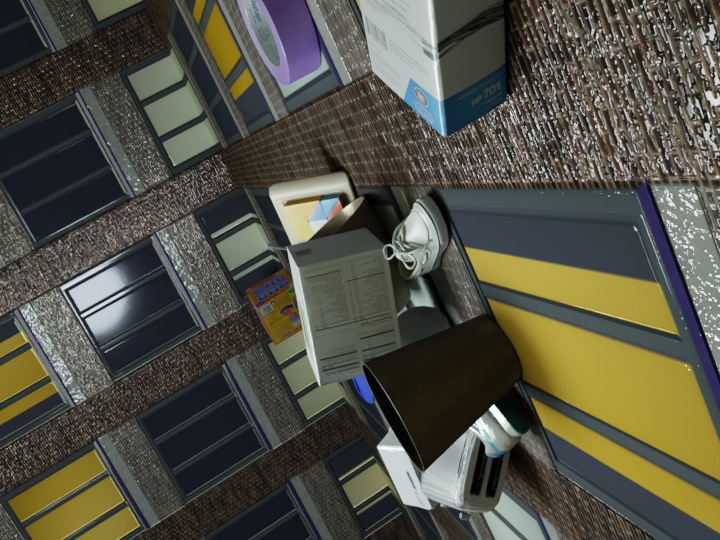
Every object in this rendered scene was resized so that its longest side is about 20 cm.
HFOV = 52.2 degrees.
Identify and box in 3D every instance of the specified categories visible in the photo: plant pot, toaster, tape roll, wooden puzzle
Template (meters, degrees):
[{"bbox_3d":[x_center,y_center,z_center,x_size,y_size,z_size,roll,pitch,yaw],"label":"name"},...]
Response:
[{"bbox_3d":[0.000,0.000,1.385,0.201,0.187,0.187,49,171,-11],"label":"plant pot"},{"bbox_3d":[0.192,0.336,1.320,0.128,0.112,0.205,6,81,61],"label":"toaster"},{"bbox_3d":[-0.142,-0.420,1.238,0.202,0.065,0.201,57,168,18],"label":"tape roll"},{"bbox_3d":[-0.079,-0.094,1.502,0.037,0.181,0.203,-63,-40,-51],"label":"wooden puzzle"}]

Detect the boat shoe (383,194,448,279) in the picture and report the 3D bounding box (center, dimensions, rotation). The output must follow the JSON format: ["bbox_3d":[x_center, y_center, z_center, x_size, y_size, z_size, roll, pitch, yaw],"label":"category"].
[{"bbox_3d":[0.077,-0.038,1.118,0.075,0.085,0.203,56,168,17],"label":"boat shoe"}]

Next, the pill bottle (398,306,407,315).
[{"bbox_3d":[0.044,0.110,1.549,0.114,0.111,0.200,59,169,8],"label":"pill bottle"}]

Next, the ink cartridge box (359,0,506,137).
[{"bbox_3d":[0.061,-0.253,0.683,0.147,0.085,0.202,52,164,38],"label":"ink cartridge box"}]

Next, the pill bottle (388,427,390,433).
[{"bbox_3d":[0.123,0.357,1.606,0.114,0.111,0.200,59,-165,8],"label":"pill bottle"}]

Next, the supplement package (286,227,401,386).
[{"bbox_3d":[-0.028,0.056,1.230,0.152,0.147,0.205,-131,29,-71],"label":"supplement package"}]

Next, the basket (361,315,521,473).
[{"bbox_3d":[0.127,0.165,1.091,0.183,0.198,0.136,59,168,1],"label":"basket"}]

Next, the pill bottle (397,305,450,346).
[{"bbox_3d":[0.122,0.168,1.348,0.111,0.109,0.202,50,164,41],"label":"pill bottle"}]

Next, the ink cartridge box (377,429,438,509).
[{"bbox_3d":[0.137,0.341,1.444,0.082,0.200,0.148,-8,114,44],"label":"ink cartridge box"}]

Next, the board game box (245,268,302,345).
[{"bbox_3d":[-0.344,0.152,3.139,0.200,0.197,0.203,40,156,59],"label":"board game box"}]

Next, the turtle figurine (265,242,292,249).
[{"bbox_3d":[-0.099,-0.052,1.660,0.194,0.143,0.201,47,-156,-8],"label":"turtle figurine"}]

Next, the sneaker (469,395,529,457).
[{"bbox_3d":[0.183,0.207,1.193,0.081,0.075,0.201,-55,51,27],"label":"sneaker"}]

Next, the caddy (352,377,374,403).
[{"bbox_3d":[0.057,0.271,1.909,0.139,0.105,0.202,21,145,35],"label":"caddy"}]
